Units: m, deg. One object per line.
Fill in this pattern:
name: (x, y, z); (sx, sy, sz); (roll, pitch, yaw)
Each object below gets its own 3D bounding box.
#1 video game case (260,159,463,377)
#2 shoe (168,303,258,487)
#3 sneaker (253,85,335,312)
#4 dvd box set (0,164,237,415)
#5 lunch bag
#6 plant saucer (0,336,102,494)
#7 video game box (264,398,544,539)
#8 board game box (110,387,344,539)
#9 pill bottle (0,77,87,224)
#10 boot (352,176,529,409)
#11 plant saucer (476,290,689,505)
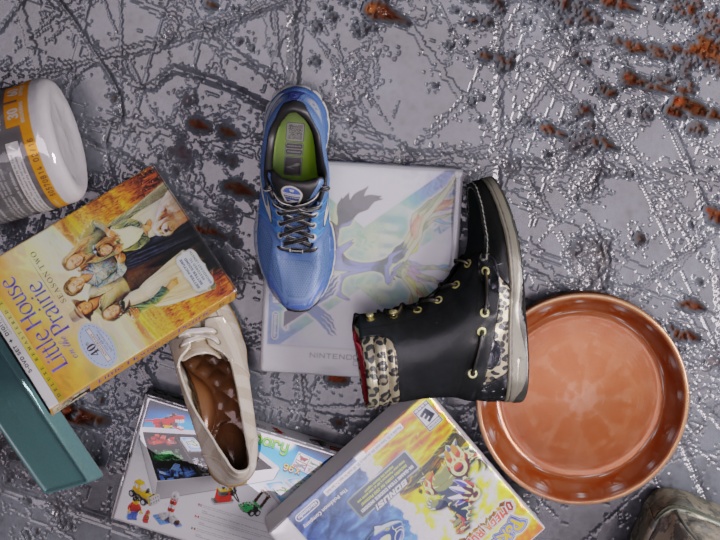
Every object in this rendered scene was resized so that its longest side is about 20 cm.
video game case: (0.000, 0.000, 1.427); (0.180, 0.022, 0.203); (3, 99, 1)
shoe: (-0.133, 0.098, 1.410); (0.069, 0.053, 0.202); (-15, 81, -7)
sneaker: (-0.063, -0.061, 1.362); (0.078, 0.089, 0.203); (-2, 100, 3)
dvd box set: (-0.232, 0.015, 1.377); (0.199, 0.029, 0.147); (-32, 79, -16)
lunch bag: (0.303, 0.324, 1.398); (0.138, 0.168, 0.202); (23, 100, -2)
plant saucer: (-0.318, 0.126, 1.420); (0.069, 0.019, 0.201); (-17, 114, 27)
video game box: (0.041, 0.238, 1.433); (0.200, 0.047, 0.182); (-42, 106, 0)
board game box: (-0.125, 0.202, 1.456); (0.198, 0.035, 0.128); (17, 98, -2)
pill bottle: (-0.355, -0.092, 1.374); (0.198, 0.116, 0.118); (-16, 99, 3)
boot: (0.068, 0.023, 1.373); (0.152, 0.073, 0.206); (-6, 88, -6)
plant saucer: (0.207, 0.118, 1.436); (0.198, 0.032, 0.203); (0, 100, 2)
